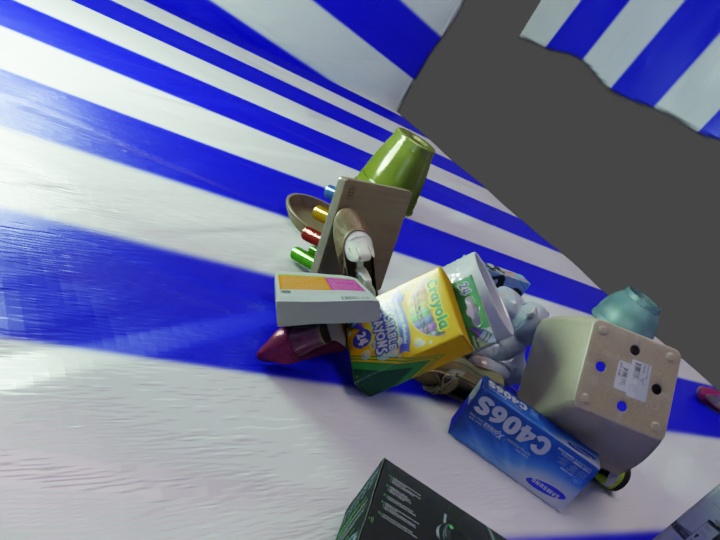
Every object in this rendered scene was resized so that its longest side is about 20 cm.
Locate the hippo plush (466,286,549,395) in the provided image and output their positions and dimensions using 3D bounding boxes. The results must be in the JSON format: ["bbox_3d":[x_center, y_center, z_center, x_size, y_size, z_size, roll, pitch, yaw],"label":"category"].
[{"bbox_3d":[0.260,0.122,1.093,0.200,0.162,0.159,39,21,27],"label":"hippo plush"}]

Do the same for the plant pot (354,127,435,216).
[{"bbox_3d":[0.113,-0.293,1.743,0.199,0.194,0.201,27,22,-12],"label":"plant pot"}]

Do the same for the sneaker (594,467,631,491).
[{"bbox_3d":[0.402,0.290,1.064,0.082,0.072,0.201,25,23,-15],"label":"sneaker"}]

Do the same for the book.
[{"bbox_3d":[-0.054,0.037,0.859,0.132,0.049,0.200,-1,8,-8],"label":"book"}]

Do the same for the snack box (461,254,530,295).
[{"bbox_3d":[0.273,0.044,1.349,0.198,0.117,0.037,16,26,-35],"label":"snack box"}]

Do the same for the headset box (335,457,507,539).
[{"bbox_3d":[0.055,0.295,0.557,0.173,0.093,0.200,32,21,1],"label":"headset box"}]

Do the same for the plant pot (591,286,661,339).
[{"bbox_3d":[0.848,0.136,1.906,0.199,0.135,0.201,27,23,-12],"label":"plant pot"}]

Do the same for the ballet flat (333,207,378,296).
[{"bbox_3d":[0.000,0.000,0.992,0.067,0.203,0.072,-9,12,-16],"label":"ballet flat"}]

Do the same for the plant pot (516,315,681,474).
[{"bbox_3d":[0.370,0.178,0.936,0.198,0.202,0.177,21,-19,4],"label":"plant pot"}]

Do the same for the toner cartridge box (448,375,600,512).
[{"bbox_3d":[0.237,0.252,0.892,0.199,0.096,0.043,34,23,5],"label":"toner cartridge box"}]

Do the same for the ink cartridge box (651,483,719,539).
[{"bbox_3d":[0.511,0.371,0.870,0.146,0.201,0.083,6,36,-46],"label":"ink cartridge box"}]

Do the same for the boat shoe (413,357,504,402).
[{"bbox_3d":[0.155,0.183,0.972,0.199,0.073,0.064,24,53,-33],"label":"boat shoe"}]

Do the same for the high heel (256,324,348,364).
[{"bbox_3d":[-0.075,0.096,0.877,0.200,0.095,0.068,28,45,-75],"label":"high heel"}]

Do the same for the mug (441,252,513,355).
[{"bbox_3d":[0.135,0.077,0.978,0.149,0.174,0.200,63,16,1],"label":"mug"}]

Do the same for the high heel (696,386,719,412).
[{"bbox_3d":[1.062,0.391,1.732,0.199,0.068,0.096,33,11,16],"label":"high heel"}]

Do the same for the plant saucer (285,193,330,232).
[{"bbox_3d":[-0.075,-0.098,1.299,0.199,0.030,0.201,28,22,-12],"label":"plant saucer"}]

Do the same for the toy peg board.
[{"bbox_3d":[-0.026,-0.073,1.112,0.097,0.201,0.199,27,16,35],"label":"toy peg board"}]

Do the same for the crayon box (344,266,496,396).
[{"bbox_3d":[0.077,0.080,0.866,0.052,0.198,0.127,49,21,-44],"label":"crayon box"}]
